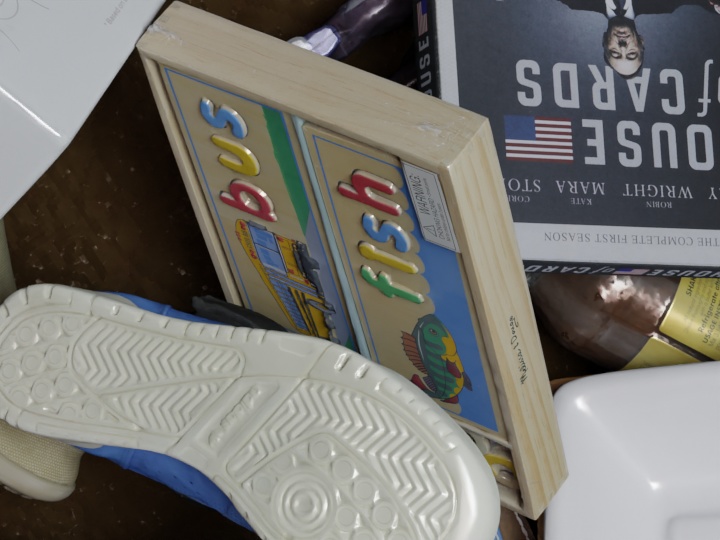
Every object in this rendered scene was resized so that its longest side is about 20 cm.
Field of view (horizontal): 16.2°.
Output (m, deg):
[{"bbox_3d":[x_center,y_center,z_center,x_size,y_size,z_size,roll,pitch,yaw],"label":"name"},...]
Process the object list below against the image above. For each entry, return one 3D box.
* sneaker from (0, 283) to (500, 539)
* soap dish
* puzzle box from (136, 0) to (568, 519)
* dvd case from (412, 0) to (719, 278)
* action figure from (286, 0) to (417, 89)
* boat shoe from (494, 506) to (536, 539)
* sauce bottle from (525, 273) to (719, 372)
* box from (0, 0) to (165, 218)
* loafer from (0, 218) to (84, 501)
[{"bbox_3d":[-0.027,0.057,0.892,0.200,0.111,0.077,16,90,26],"label":"sneaker"},{"bbox_3d":[0.144,0.130,0.932,0.157,0.081,0.200,-7,59,20],"label":"soap dish"},{"bbox_3d":[0.000,0.000,0.896,0.025,0.133,0.200,-50,146,-26],"label":"puzzle box"},{"bbox_3d":[0.090,-0.098,0.946,0.150,0.025,0.200,2,77,-22],"label":"dvd case"},{"bbox_3d":[0.030,-0.100,0.970,0.200,0.069,0.130,-44,90,-10],"label":"action figure"},{"bbox_3d":[0.074,0.158,1.010,0.072,0.072,0.200,-19,93,-28],"label":"boat shoe"},{"bbox_3d":[0.119,0.015,1.001,0.200,0.065,0.065,29,90,-13],"label":"sauce bottle"},{"bbox_3d":[-0.175,-0.120,0.874,0.200,0.152,0.106,39,131,-11],"label":"box"},{"bbox_3d":[-0.156,-0.003,0.941,0.068,0.076,0.200,-35,100,0],"label":"loafer"}]
